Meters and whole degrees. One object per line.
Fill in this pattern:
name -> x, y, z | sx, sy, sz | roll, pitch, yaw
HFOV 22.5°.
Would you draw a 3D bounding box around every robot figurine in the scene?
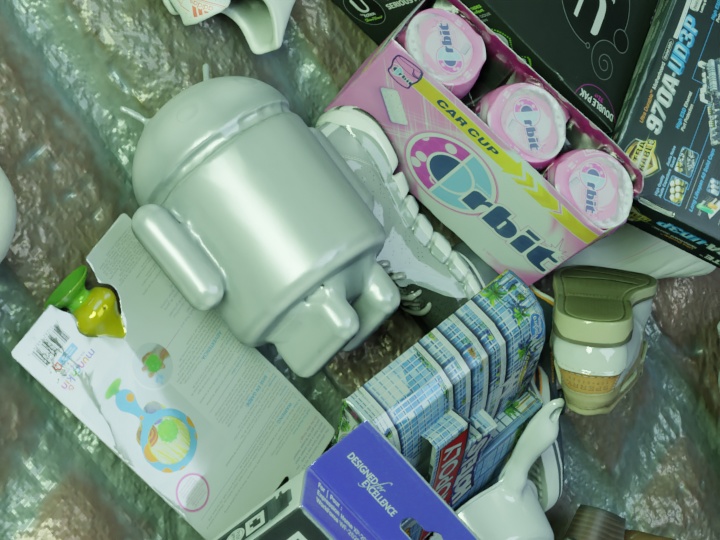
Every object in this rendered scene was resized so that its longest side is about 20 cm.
robot figurine -> -0.063, -0.035, 1.101 | 0.169, 0.113, 0.201 | -28, 78, -47

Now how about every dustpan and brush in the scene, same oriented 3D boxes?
dustpan and brush -> 0.094, 0.167, 1.221 | 0.139, 0.201, 0.057 | -8, 54, -44

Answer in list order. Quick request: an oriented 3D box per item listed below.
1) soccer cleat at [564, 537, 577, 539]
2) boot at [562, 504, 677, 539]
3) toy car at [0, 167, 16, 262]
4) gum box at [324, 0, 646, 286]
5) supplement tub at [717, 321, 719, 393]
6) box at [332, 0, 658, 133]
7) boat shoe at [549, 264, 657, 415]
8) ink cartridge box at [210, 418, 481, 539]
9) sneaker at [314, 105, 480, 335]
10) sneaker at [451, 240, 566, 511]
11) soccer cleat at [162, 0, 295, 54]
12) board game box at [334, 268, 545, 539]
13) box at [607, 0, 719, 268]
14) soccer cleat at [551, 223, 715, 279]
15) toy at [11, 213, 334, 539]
soccer cleat -> 0.192, 0.250, 1.279 | 0.199, 0.070, 0.087 | 22, 94, -35
boot -> 0.197, 0.266, 1.358 | 0.199, 0.070, 0.148 | 25, 75, -36
toy car -> -0.277, -0.049, 0.920 | 0.150, 0.175, 0.200 | -44, 119, 1
gum box -> 0.086, -0.083, 1.222 | 0.200, 0.113, 0.066 | 42, 58, -6
supplement tub -> 0.376, 0.126, 1.479 | 0.144, 0.144, 0.202 | -23, 100, -41
box -> 0.098, -0.205, 1.286 | 0.200, 0.124, 0.150 | 40, 59, -33
boat shoe -> 0.162, 0.043, 1.242 | 0.200, 0.074, 0.069 | -36, 131, -70
ink cartridge box -> -0.013, 0.218, 1.100 | 0.199, 0.043, 0.198 | -38, 117, 9
sneaker -> 0.000, 0.000, 1.212 | 0.115, 0.075, 0.201 | -38, 100, -33
sneaker -> 0.114, 0.070, 1.293 | 0.079, 0.078, 0.202 | -25, 100, -35
soccer cleat -> -0.115, -0.202, 1.131 | 0.199, 0.068, 0.086 | 23, 65, -43
board game box -> 0.033, 0.125, 1.165 | 0.062, 0.201, 0.199 | 41, 60, 20
box -> 0.266, -0.108, 1.292 | 0.158, 0.046, 0.202 | 25, 72, -6
soccer cleat -> 0.211, -0.017, 1.411 | 0.199, 0.069, 0.078 | 14, 108, -49
toy -> -0.117, 0.077, 1.104 | 0.200, 0.047, 0.116 | 49, 59, -22
